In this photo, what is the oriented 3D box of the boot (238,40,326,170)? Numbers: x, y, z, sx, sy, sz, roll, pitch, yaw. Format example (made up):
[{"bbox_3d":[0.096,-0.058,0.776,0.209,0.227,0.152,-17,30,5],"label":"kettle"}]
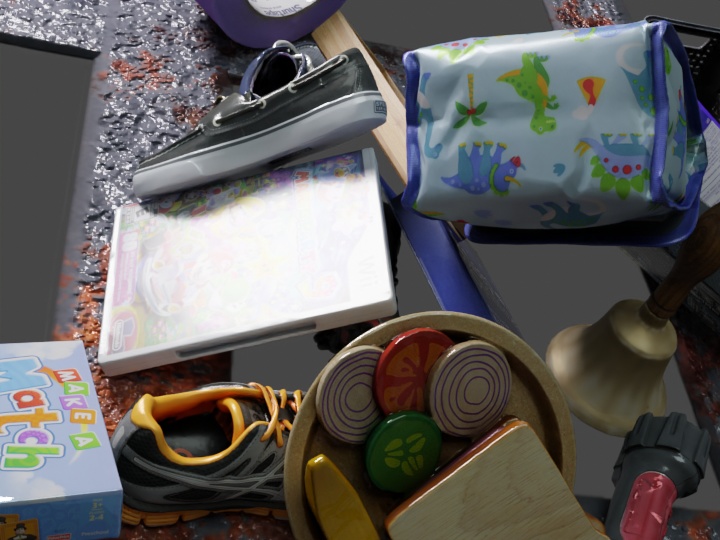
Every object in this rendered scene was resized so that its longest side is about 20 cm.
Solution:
[{"bbox_3d":[-0.056,-0.159,0.827,0.072,0.091,0.202,21,45,-1],"label":"boot"}]

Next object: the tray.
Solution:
[{"bbox_3d":[0.031,-0.122,0.830,0.098,0.037,0.202,38,18,-56],"label":"tray"}]

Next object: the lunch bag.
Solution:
[{"bbox_3d":[0.137,-0.081,0.653,0.167,0.130,0.199,1,1,25],"label":"lunch bag"}]

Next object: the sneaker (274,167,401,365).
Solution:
[{"bbox_3d":[0.000,0.000,0.716,0.096,0.071,0.202,-9,52,-25],"label":"sneaker"}]

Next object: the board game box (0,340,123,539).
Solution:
[{"bbox_3d":[-0.239,0.094,0.521,0.196,0.037,0.151,0,27,-25],"label":"board game box"}]

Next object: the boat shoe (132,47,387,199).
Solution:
[{"bbox_3d":[-0.078,-0.104,0.712,0.197,0.069,0.058,-18,87,8],"label":"boat shoe"}]

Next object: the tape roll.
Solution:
[{"bbox_3d":[-0.075,-0.310,0.882,0.198,0.202,0.085,-24,61,-37],"label":"tape roll"}]

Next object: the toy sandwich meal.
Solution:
[{"bbox_3d":[0.051,0.126,0.560,0.201,0.210,0.070,9,2,-14],"label":"toy sandwich meal"}]

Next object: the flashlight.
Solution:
[{"bbox_3d":[0.186,0.175,0.632,0.067,0.069,0.200,30,46,9],"label":"flashlight"}]

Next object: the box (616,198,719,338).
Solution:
[{"bbox_3d":[0.255,-0.023,0.791,0.051,0.158,0.200,-45,68,3],"label":"box"}]

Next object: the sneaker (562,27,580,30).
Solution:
[{"bbox_3d":[0.222,-0.183,0.965,0.090,0.066,0.203,21,41,-35],"label":"sneaker"}]

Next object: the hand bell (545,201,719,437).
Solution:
[{"bbox_3d":[0.218,0.020,0.693,0.102,0.202,0.105,11,46,-11],"label":"hand bell"}]

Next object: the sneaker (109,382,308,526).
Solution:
[{"bbox_3d":[-0.059,0.104,0.593,0.197,0.078,0.079,-6,50,-28],"label":"sneaker"}]

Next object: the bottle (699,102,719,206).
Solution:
[{"bbox_3d":[0.315,-0.062,0.856,0.200,0.084,0.065,45,4,-7],"label":"bottle"}]

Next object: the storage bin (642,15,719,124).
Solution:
[{"bbox_3d":[0.347,-0.152,0.978,0.133,0.094,0.202,4,47,-20],"label":"storage bin"}]

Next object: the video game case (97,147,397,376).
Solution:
[{"bbox_3d":[-0.079,-0.010,0.666,0.196,0.018,0.145,-12,48,6],"label":"video game case"}]

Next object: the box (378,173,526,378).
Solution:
[{"bbox_3d":[0.079,0.018,0.708,0.032,0.121,0.202,-33,55,11],"label":"box"}]
